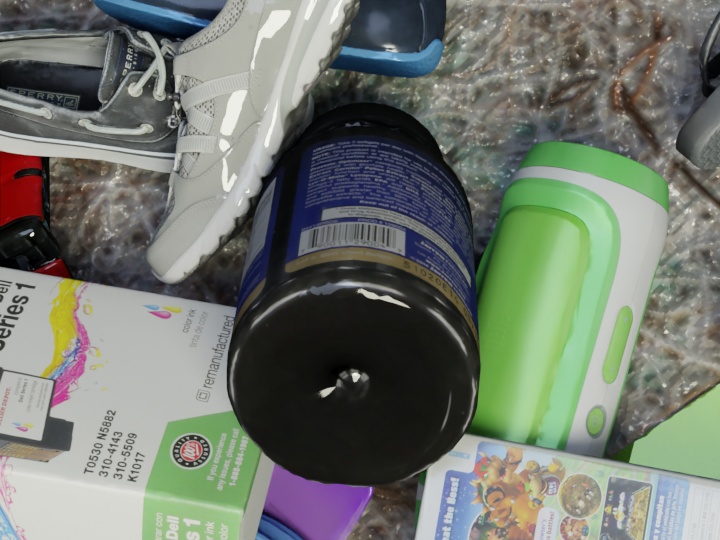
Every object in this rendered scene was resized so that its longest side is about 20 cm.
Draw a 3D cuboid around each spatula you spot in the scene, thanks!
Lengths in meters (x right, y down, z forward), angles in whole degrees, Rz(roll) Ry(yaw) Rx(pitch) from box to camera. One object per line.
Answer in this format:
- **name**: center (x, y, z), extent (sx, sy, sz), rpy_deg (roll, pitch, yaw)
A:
- **spatula**: center (0.017, 0.065, 0.804), extent (0.056, 0.021, 0.200), rpy_deg (37, 87, 20)

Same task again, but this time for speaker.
- **speaker**: center (0.089, 0.043, 0.755), extent (0.088, 0.088, 0.202), rpy_deg (15, 80, 19)

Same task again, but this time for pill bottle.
- **pill bottle**: center (0.000, 0.000, 0.734), extent (0.111, 0.113, 0.201), rpy_deg (-15, 29, 11)

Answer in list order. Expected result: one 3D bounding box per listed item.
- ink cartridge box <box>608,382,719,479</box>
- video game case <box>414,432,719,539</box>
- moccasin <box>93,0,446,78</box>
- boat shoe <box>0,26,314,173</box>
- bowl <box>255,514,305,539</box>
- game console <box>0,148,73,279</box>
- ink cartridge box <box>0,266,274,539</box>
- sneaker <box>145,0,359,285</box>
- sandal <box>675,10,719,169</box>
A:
- **ink cartridge box**: center (0.213, 0.097, 0.710), extent (0.199, 0.076, 0.148), rpy_deg (-35, 68, 4)
- **video game case**: center (0.117, 0.158, 0.673), extent (0.198, 0.018, 0.145), rpy_deg (9, 85, 14)
- **moccasin**: center (-0.048, -0.154, 0.862), extent (0.198, 0.080, 0.069), rpy_deg (10, 87, 4)
- **boat shoe**: center (-0.126, -0.102, 0.851), extent (0.198, 0.068, 0.072), rpy_deg (5, 64, 4)
- **bowl**: center (-0.090, 0.218, 0.778), extent (0.199, 0.039, 0.203), rpy_deg (-4, 76, 16)
- **game console**: center (-0.242, 0.037, 0.889), extent (0.199, 0.119, 0.173), rpy_deg (-25, 39, 7)
- **ink cartridge box**: center (-0.143, 0.079, 0.753), extent (0.198, 0.085, 0.145), rpy_deg (10, 37, 2)
- **sneaker**: center (-0.070, -0.088, 0.809), extent (0.082, 0.075, 0.201), rpy_deg (28, 102, 2)
- **sandal**: center (0.214, -0.133, 0.781), extent (0.043, 0.076, 0.201), rpy_deg (32, 75, 19)
